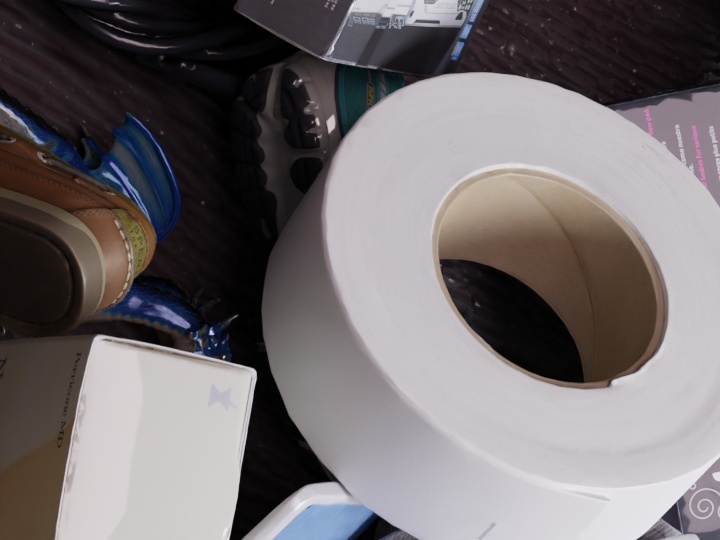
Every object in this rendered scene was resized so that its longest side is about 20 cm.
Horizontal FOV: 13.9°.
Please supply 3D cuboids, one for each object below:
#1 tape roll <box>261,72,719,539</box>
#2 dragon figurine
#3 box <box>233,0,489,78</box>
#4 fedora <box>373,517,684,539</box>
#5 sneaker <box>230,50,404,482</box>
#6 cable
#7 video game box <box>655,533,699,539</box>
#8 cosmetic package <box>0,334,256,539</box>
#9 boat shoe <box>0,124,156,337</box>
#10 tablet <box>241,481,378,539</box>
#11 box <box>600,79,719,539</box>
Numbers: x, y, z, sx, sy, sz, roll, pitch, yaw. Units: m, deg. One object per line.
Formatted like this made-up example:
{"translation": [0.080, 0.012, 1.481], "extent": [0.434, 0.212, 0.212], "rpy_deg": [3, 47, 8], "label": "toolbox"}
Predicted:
{"translation": [0.063, 0.020, 1.205], "extent": [0.202, 0.071, 0.203], "rpy_deg": [14, 52, -19], "label": "tape roll"}
{"translation": [-0.117, -0.032, 1.257], "extent": [0.099, 0.059, 0.201], "rpy_deg": [-20, 97, -29], "label": "dragon figurine"}
{"translation": [0.037, -0.181, 1.219], "extent": [0.050, 0.158, 0.200], "rpy_deg": [29, 100, 17], "label": "box"}
{"translation": [0.067, 0.133, 1.307], "extent": [0.200, 0.177, 0.090], "rpy_deg": [38, 30, -34], "label": "fedora"}
{"translation": [0.000, 0.000, 1.302], "extent": [0.080, 0.077, 0.201], "rpy_deg": [-15, 107, -39], "label": "sneaker"}
{"translation": [-0.071, -0.164, 1.297], "extent": [0.200, 0.051, 0.164], "rpy_deg": [21, 77, -26], "label": "cable"}
{"translation": [0.049, 0.203, 1.256], "extent": [0.199, 0.047, 0.183], "rpy_deg": [-8, 130, -12], "label": "video game box"}
{"translation": [-0.122, 0.082, 1.166], "extent": [0.071, 0.200, 0.106], "rpy_deg": [14, 79, -27], "label": "cosmetic package"}
{"translation": [-0.176, -0.033, 1.184], "extent": [0.068, 0.200, 0.072], "rpy_deg": [-37, 150, -54], "label": "boat shoe"}
{"translation": [-0.075, 0.156, 1.194], "extent": [0.200, 0.130, 0.014], "rpy_deg": [-45, 76, 8], "label": "tablet"}
{"translation": [0.166, 0.013, 1.361], "extent": [0.114, 0.132, 0.201], "rpy_deg": [-10, 92, -8], "label": "box"}
